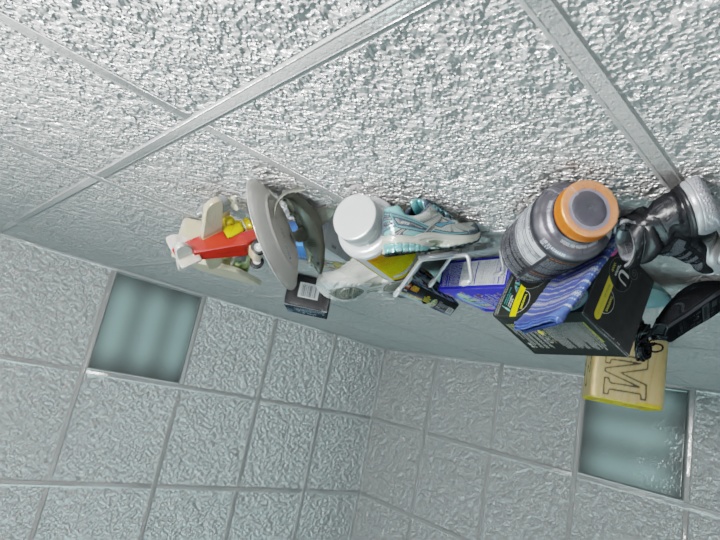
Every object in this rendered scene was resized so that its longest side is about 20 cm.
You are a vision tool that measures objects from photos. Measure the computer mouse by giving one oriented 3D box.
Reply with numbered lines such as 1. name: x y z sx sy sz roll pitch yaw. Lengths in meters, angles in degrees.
1. computer mouse: 0.571 0.075 0.926 0.199 0.053 0.139 -34 137 8

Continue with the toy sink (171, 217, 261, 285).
1. toy sink: -0.339 -0.050 1.278 0.197 0.114 0.130 12 169 22

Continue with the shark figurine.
1. shark figurine: -0.091 -0.106 0.937 0.088 0.130 0.215 -15 144 6

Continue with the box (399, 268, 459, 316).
1. box: 0.123 0.025 1.168 0.199 0.040 0.137 24 -160 -43

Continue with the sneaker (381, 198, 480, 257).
1. sneaker: 0.118 -0.075 0.822 0.198 0.088 0.077 -8 -178 -36

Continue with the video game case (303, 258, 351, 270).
1. video game case: -0.067 -0.030 1.312 0.197 0.023 0.182 9 167 16

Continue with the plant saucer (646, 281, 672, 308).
1. plant saucer: 0.500 0.033 1.007 0.198 0.039 0.201 12 168 2

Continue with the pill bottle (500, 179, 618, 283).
1. pill bottle: 0.268 -0.052 0.696 0.104 0.108 0.200 12 168 1

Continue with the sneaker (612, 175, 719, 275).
1. sneaker: 0.388 -0.038 0.650 0.113 0.077 0.199 -23 145 29

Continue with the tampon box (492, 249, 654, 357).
1. tampon box: 0.361 0.050 0.885 0.126 0.151 0.199 38 158 -18

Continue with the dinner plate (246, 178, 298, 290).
1. dinner plate: -0.143 -0.065 0.887 0.024 0.203 0.200 -18 162 7

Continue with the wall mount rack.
1. wall mount rack: 0.156 -0.002 0.930 0.172 0.076 0.198 -7 -178 43

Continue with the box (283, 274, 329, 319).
1. box: -0.173 0.090 1.742 0.146 0.109 0.200 12 168 -1

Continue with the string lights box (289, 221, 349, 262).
1. string lights box: -0.127 -0.064 1.132 0.197 0.060 0.103 5 165 31

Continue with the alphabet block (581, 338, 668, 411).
1. alphabet block: 0.775 0.294 1.516 0.193 0.203 0.195 7 167 20

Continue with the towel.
1. towel: 0.309 0.007 0.752 0.024 0.201 0.145 39 168 4

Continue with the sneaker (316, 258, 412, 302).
1. sneaker: 0.000 0.000 1.021 0.197 0.101 0.078 -6 152 -24

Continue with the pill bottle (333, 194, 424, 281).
1. pill bottle: 0.032 -0.057 0.894 0.108 0.111 0.200 5 166 28

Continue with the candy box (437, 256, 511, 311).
1. candy box: 0.298 0.033 1.113 0.168 0.078 0.199 22 165 -32

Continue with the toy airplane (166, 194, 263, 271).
1. toy airplane: -0.298 -0.074 1.057 0.198 0.143 0.198 -25 155 24
